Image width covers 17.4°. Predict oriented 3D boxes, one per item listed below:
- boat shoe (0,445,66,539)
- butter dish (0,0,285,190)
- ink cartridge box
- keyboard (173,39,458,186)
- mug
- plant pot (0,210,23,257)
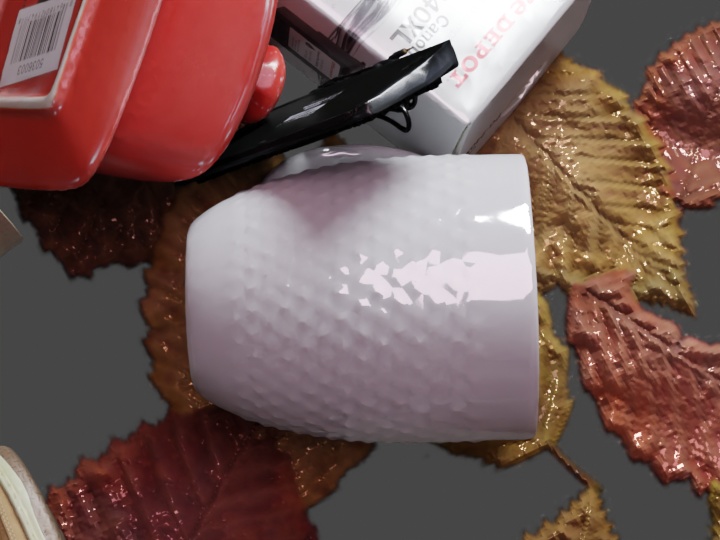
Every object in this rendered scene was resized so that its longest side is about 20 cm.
[{"bbox_3d":[-0.163,0.187,1.166,0.076,0.072,0.201,-25,76,-6],"label":"boat shoe"},{"bbox_3d":[-0.106,-0.120,1.237,0.147,0.200,0.200,22,82,-31],"label":"butter dish"},{"bbox_3d":[0.019,-0.171,1.321,0.200,0.083,0.145,38,68,6],"label":"ink cartridge box"},{"bbox_3d":[-0.011,-0.074,1.224,0.104,0.200,0.040,-38,103,-30],"label":"keyboard"},{"bbox_3d":[0.000,0.000,1.235,0.174,0.148,0.200,-2,39,1],"label":"mug"},{"bbox_3d":[-0.304,-0.015,1.168,0.200,0.187,0.187,-44,82,-7],"label":"plant pot"}]
